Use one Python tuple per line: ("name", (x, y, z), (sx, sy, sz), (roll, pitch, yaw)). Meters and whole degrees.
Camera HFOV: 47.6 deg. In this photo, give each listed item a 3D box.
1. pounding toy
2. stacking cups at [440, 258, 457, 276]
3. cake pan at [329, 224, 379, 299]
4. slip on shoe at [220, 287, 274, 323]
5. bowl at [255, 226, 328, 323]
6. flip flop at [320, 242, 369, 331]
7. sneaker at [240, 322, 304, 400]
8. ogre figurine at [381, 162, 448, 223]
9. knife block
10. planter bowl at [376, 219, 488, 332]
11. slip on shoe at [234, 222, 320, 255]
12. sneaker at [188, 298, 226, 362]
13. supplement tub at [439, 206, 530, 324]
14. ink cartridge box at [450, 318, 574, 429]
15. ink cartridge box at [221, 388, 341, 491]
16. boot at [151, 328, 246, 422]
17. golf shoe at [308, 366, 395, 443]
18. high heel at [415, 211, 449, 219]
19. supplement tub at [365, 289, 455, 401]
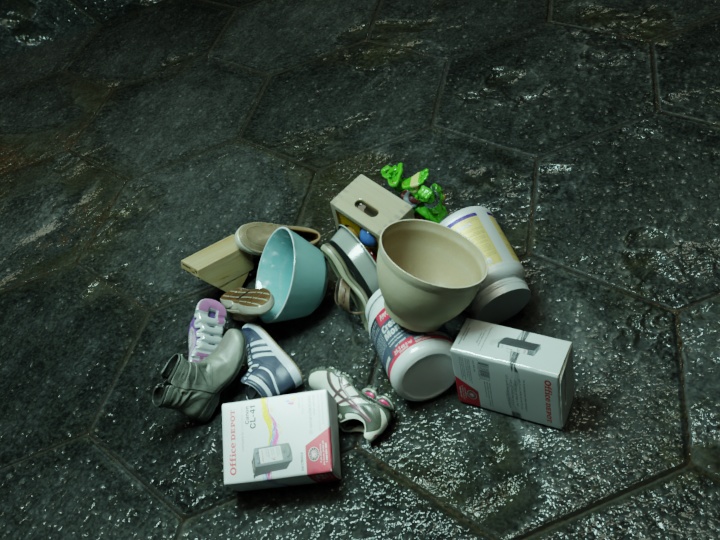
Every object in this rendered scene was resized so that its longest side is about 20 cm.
("pounding toy", (0.006, -0.081, 1.775), (0.199, 0.186, 0.142), (35, 66, 30))
("stacking cups", (0.127, 0.007, 1.603), (0.198, 0.061, 0.061), (-6, 36, 48))
("cake pan", (0.000, 0.000, 1.668), (0.036, 0.202, 0.200), (-34, 44, -9))
("slip on shoe", (-0.231, 0.080, 1.704), (0.075, 0.062, 0.198), (-32, 19, -31))
("bowl", (-0.137, 0.019, 1.719), (0.103, 0.203, 0.202), (13, 33, -27))
("flip flop", (-0.033, 0.040, 1.667), (0.057, 0.202, 0.081), (-31, 1, -14))
("sneaker", (-0.210, 0.187, 1.629), (0.108, 0.071, 0.199), (-34, 47, -21))
("ogre figurine", (0.121, -0.158, 1.742), (0.198, 0.120, 0.099), (8, 58, 49))
("knife block", (-0.285, -0.042, 1.825), (0.063, 0.199, 0.178), (22, 83, 36))
("planter bowl", (0.114, 0.022, 1.452), (0.196, 0.137, 0.202), (11, 34, -7))
("slip on shoe", (-0.181, -0.072, 1.816), (0.197, 0.060, 0.077), (10, 62, -31))
("sneaker", (-0.325, 0.165, 1.692), (0.079, 0.088, 0.204), (17, 57, -27))
("supplement tub", (0.237, -0.008, 1.613), (0.143, 0.146, 0.202), (-21, 60, -6))
("ink cartridge box", (0.269, 0.180, 1.428), (0.197, 0.146, 0.084), (13, 48, 28))
("ink cartridge box", (-0.139, 0.301, 1.440), (0.196, 0.086, 0.150), (-9, 67, 6))
("boot", (-0.307, 0.187, 1.565), (0.067, 0.130, 0.203), (17, 76, 43))
("golf shoe", (-0.031, 0.243, 1.511), (0.198, 0.078, 0.089), (19, 59, 34))
("high heel", (0.141, -0.097, 1.805), (0.094, 0.069, 0.200), (-14, 17, -11))
("supplement tub", (0.095, 0.130, 1.539), (0.138, 0.142, 0.201), (-21, 42, -6))
